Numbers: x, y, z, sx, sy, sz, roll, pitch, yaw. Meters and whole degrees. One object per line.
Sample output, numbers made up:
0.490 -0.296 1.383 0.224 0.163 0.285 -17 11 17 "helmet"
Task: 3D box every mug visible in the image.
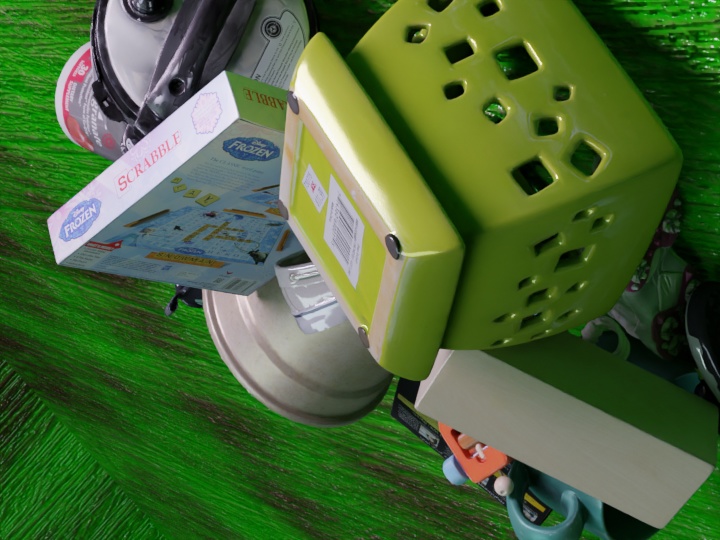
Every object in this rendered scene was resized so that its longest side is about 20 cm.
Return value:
0.184 0.127 1.257 0.114 0.184 0.154 28 112 38 "mug"

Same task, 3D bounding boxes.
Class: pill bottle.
-0.184 -0.141 1.479 0.199 0.111 0.111 24 153 39 "pill bottle"

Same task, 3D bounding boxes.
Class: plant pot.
0.000 0.000 1.314 0.200 0.201 0.183 44 133 -8 "plant pot"
0.059 -0.059 1.013 0.200 0.180 0.201 57 159 23 "plant pot"

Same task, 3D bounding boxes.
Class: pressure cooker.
-0.119 -0.162 1.196 0.200 0.177 0.178 138 115 -79 "pressure cooker"

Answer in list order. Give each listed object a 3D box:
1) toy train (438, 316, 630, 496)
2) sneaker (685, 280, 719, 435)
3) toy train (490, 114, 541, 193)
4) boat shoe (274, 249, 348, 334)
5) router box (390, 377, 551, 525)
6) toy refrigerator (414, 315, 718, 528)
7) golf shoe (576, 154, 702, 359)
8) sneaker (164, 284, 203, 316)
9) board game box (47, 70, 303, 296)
0.118 0.067 1.207 0.151 0.055 0.200 52 124 12 "toy train"
0.270 0.090 1.167 0.082 0.072 0.201 4 138 49 "sneaker"
0.116 -0.047 1.233 0.056 0.042 0.201 39 161 40 "toy train"
0.026 -0.025 1.169 0.070 0.198 0.071 60 -160 -13 "boat shoe"
0.126 0.163 1.604 0.199 0.052 0.158 38 159 11 "router box"
0.145 0.094 1.117 0.198 0.070 0.076 26 129 -5 "toy refrigerator"
0.182 -0.018 1.126 0.091 0.075 0.201 28 154 40 "golf shoe"
-0.109 0.031 1.392 0.078 0.139 0.202 -38 74 43 "sneaker"
-0.090 -0.055 1.160 0.199 0.199 0.042 11 -128 -50 "board game box"
